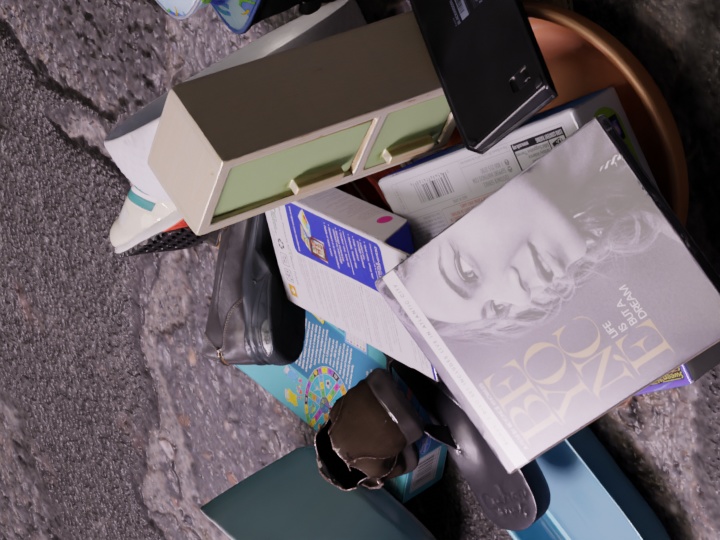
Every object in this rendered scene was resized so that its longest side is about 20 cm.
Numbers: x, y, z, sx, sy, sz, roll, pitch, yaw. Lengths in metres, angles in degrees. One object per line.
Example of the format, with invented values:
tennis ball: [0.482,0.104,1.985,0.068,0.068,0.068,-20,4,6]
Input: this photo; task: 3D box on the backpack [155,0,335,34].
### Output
backpack: [-0.098,-0.282,1.483,0.200,0.146,0.183,52,140,19]

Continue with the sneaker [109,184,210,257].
sneaker: [-0.145,-0.075,1.757,0.200,0.070,0.094,-30,71,56]

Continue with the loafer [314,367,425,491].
loafer: [-0.004,0.119,1.565,0.073,0.071,0.200,54,169,12]

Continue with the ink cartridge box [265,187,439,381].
ink cartridge box: [0.000,0.000,1.496,0.200,0.037,0.095,29,138,56]

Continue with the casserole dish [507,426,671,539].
casserole dish: [0.150,0.165,1.561,0.200,0.039,0.121,52,143,13]

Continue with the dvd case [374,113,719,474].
dvd case: [0.117,0.018,1.339,0.200,0.016,0.149,-37,88,37]

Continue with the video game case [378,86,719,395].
video game case: [0.120,-0.004,1.400,0.199,0.045,0.182,-17,99,53]

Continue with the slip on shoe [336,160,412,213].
slip on shoe: [0.034,-0.020,1.564,0.200,0.061,0.074,52,141,11]

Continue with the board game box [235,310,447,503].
board game box: [-0.012,0.057,1.681,0.200,0.047,0.152,37,136,30]

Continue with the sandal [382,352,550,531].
sandal: [0.064,0.094,1.544,0.201,0.043,0.076,56,140,3]

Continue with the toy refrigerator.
toy refrigerator: [-0.027,-0.093,1.386,0.070,0.199,0.076,54,145,22]

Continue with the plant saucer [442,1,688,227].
plant saucer: [0.132,-0.078,1.405,0.200,0.037,0.201,29,134,35]

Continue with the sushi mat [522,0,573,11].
sushi mat: [0.114,-0.098,1.453,0.095,0.012,0.201,14,123,45]

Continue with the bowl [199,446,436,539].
bowl: [-0.016,0.211,1.701,0.201,0.105,0.201,41,173,6]

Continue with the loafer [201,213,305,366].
loafer: [-0.083,-0.028,1.623,0.072,0.073,0.202,-7,68,25]

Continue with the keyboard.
keyboard: [0.082,-0.183,1.369,0.127,0.021,0.201,-41,55,35]

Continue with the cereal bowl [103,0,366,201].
cereal bowl: [-0.073,-0.105,1.525,0.200,0.200,0.084,-14,108,53]
